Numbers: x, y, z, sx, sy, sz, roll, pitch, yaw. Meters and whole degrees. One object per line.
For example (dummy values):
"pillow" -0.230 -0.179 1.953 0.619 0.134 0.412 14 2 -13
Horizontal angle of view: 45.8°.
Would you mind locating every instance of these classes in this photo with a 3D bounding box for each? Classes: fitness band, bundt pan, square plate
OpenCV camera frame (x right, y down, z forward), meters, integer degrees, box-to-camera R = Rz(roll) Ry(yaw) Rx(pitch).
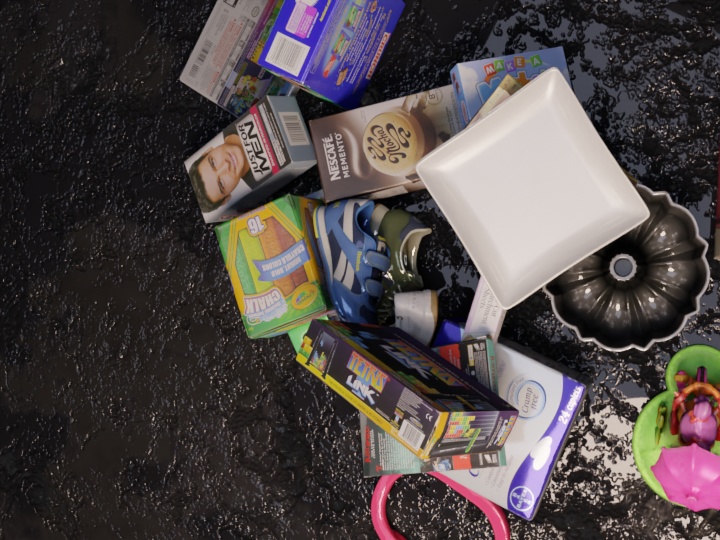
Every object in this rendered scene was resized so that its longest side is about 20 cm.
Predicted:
"fitness band" 0.108 0.342 1.158 0.198 0.037 0.145 32 97 16
"bundt pan" 0.327 -0.005 1.058 0.198 0.076 0.207 0 91 19
"square plate" 0.193 -0.092 0.976 0.196 0.028 0.202 -33 85 11

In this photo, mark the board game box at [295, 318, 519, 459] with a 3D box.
"board game box" 0.052 0.126 0.937 0.199 0.164 0.058 33 105 36

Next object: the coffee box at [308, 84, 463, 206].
"coffee box" 0.040 -0.161 1.133 0.196 0.080 0.115 -14 86 4

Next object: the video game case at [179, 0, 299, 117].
"video game case" -0.154 -0.328 1.256 0.181 0.023 0.202 33 99 17

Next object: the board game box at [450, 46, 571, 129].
"board game box" 0.208 -0.173 1.087 0.148 0.037 0.204 -12 85 -12

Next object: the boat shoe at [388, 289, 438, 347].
"boat shoe" 0.051 0.100 1.116 0.068 0.071 0.203 7 129 -5

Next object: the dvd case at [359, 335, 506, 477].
"dvd case" 0.079 0.169 1.028 0.197 0.022 0.149 -15 74 35

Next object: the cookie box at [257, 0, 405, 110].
"cookie box" -0.032 -0.313 1.119 0.074 0.199 0.174 28 98 18

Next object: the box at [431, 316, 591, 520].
"box" 0.170 0.184 1.098 0.197 0.105 0.187 24 97 18

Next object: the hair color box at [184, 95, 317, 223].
"hair color box" -0.157 -0.154 1.202 0.198 0.060 0.101 -28 80 39

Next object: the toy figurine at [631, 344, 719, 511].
"toy figurine" 0.391 0.193 0.979 0.147 0.184 0.205 7 92 19

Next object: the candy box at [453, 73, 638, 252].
"candy box" 0.214 -0.122 1.014 0.199 0.055 0.116 41 98 8

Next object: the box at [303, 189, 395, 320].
"box" -0.033 -0.014 1.203 0.135 0.040 0.204 -19 84 17

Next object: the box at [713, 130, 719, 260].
"box" 0.484 -0.111 0.986 0.125 0.109 0.205 2 90 19

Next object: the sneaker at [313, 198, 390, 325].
"sneaker" 0.000 0.000 1.068 0.081 0.074 0.204 -18 75 12

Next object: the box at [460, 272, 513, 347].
"box" 0.141 0.096 1.034 0.041 0.039 0.204 19 95 18

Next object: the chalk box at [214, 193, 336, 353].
"chalk box" -0.091 0.017 1.136 0.123 0.123 0.204 -22 83 18

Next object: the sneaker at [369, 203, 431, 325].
"sneaker" 0.038 0.019 1.123 0.088 0.067 0.204 14 90 21
